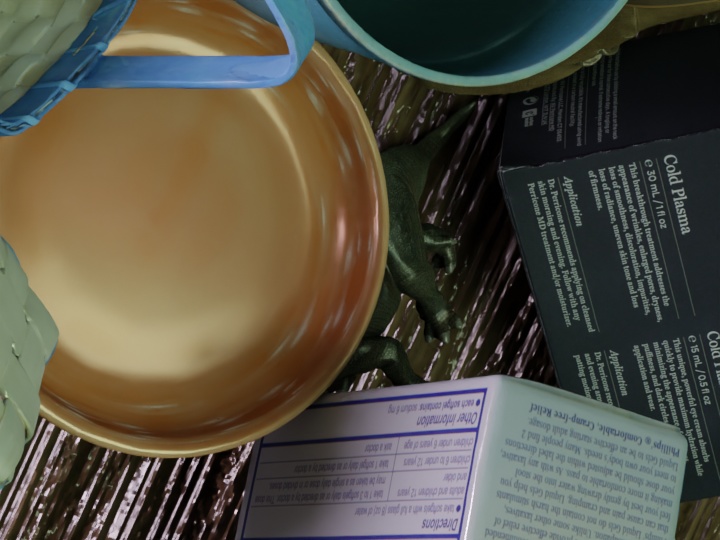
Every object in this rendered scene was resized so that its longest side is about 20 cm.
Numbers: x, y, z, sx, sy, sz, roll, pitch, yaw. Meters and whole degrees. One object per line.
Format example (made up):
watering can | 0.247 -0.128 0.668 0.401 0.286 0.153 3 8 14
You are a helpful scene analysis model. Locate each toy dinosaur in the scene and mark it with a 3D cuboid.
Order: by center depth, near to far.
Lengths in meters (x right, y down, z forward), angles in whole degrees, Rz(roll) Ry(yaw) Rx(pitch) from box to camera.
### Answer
toy dinosaur | 0.000 0.000 1.300 0.200 0.077 0.102 -51 135 -9

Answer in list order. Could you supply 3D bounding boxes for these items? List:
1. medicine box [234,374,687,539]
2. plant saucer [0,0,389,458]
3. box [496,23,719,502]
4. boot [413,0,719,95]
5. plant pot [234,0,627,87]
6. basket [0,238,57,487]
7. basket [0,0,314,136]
medicine box | 0.027 0.154 1.193 0.103 0.182 0.201 17 76 -30
plant saucer | -0.084 -0.022 1.213 0.199 0.037 0.202 2 84 -24
box | 0.176 -0.005 1.356 0.181 0.104 0.201 -9 120 13
boot | 0.102 -0.124 1.284 0.076 0.199 0.074 66 24 -48
plant pot | -0.005 -0.183 1.152 0.199 0.188 0.201 -8 104 -35
basket | -0.228 0.021 1.064 0.177 0.199 0.139 63 31 -35
basket | -0.128 -0.134 1.064 0.177 0.199 0.139 63 38 -30
